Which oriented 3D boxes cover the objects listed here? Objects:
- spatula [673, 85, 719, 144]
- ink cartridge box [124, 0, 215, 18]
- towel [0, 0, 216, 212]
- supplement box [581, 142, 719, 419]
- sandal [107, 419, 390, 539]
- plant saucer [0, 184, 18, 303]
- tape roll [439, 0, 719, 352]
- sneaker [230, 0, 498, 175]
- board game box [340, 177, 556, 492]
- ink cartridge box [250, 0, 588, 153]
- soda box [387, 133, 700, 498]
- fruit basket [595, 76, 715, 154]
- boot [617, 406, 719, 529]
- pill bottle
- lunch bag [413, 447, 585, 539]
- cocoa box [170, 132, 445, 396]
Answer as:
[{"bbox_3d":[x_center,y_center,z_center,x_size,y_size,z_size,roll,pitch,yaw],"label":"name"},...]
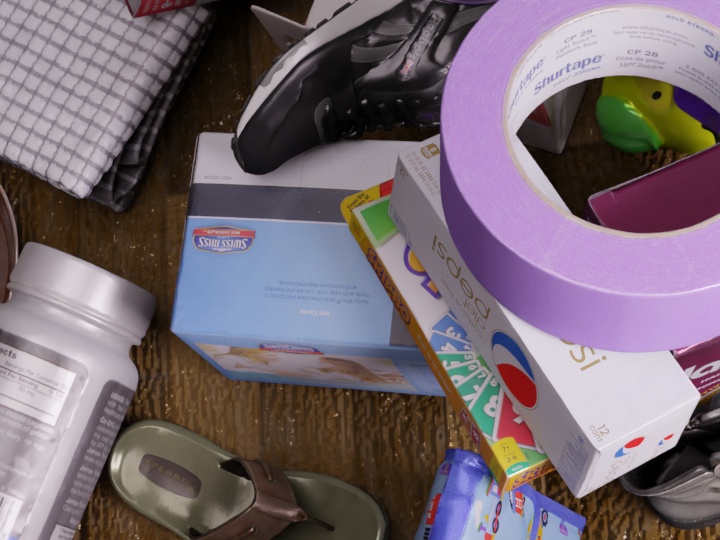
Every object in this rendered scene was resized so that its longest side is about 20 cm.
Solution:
[{"bbox_3d":[0.211,-0.070,1.150,0.056,0.200,0.021,33,72,25],"label":"spatula"},{"bbox_3d":[-0.068,-0.277,1.265,0.199,0.145,0.146,-15,69,-25],"label":"ink cartridge box"},{"bbox_3d":[-0.209,-0.146,1.342,0.199,0.086,0.166,25,81,21],"label":"towel"},{"bbox_3d":[0.193,0.016,1.115,0.130,0.200,0.104,-23,70,-10],"label":"supplement box"},{"bbox_3d":[-0.078,0.151,1.239,0.200,0.057,0.080,17,80,18],"label":"sandal"},{"bbox_3d":[-0.322,0.002,1.355,0.199,0.034,0.202,-4,76,15],"label":"plant saucer"},{"bbox_3d":[0.140,-0.062,1.004,0.198,0.066,0.201,-1,62,2],"label":"tape roll"},{"bbox_3d":[0.017,-0.112,1.149,0.200,0.076,0.088,-41,74,-4],"label":"sneaker"},{"bbox_3d":[0.072,0.018,1.089,0.095,0.030,0.201,-22,62,-17],"label":"board game box"},{"bbox_3d":[0.041,-0.149,1.257,0.199,0.117,0.068,19,80,18],"label":"ink cartridge box"},{"bbox_3d":[0.093,0.015,1.041,0.068,0.064,0.201,-25,66,-18],"label":"soda box"},{"bbox_3d":[0.244,-0.138,1.196,0.214,0.156,0.217,1,70,-3],"label":"fruit basket"},{"bbox_3d":[0.248,0.095,1.130,0.199,0.131,0.068,-25,71,7],"label":"boot"},{"bbox_3d":[-0.212,0.091,1.260,0.113,0.114,0.201,20,81,19],"label":"pill bottle"},{"bbox_3d":[0.052,0.187,1.119,0.093,0.200,0.152,15,80,18],"label":"lunch bag"},{"bbox_3d":[0.000,0.000,1.218,0.198,0.133,0.132,4,75,14],"label":"cocoa box"}]
